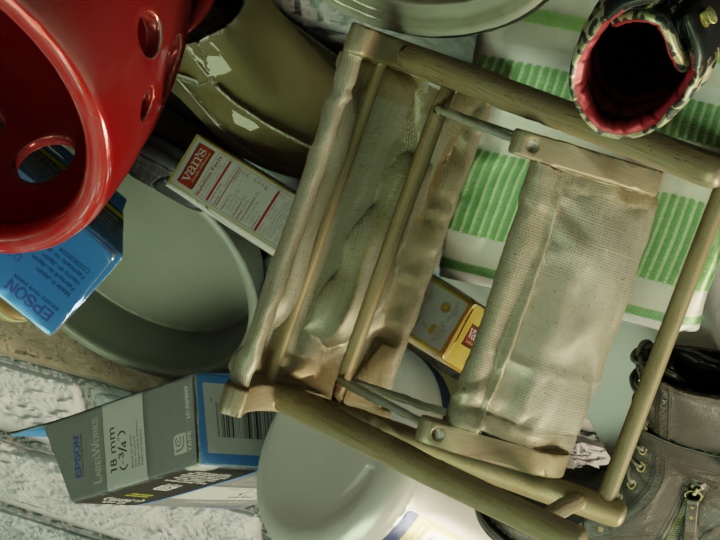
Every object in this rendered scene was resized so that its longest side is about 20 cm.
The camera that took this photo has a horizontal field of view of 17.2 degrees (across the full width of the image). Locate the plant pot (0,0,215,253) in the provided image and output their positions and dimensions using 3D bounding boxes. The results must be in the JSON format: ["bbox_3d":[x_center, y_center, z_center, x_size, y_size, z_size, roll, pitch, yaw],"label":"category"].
[{"bbox_3d":[-0.172,-0.137,1.170,0.200,0.183,0.201,18,137,17],"label":"plant pot"}]

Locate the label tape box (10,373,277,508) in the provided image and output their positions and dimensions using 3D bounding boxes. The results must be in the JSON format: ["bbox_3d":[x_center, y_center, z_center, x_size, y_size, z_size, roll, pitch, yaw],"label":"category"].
[{"bbox_3d":[-0.116,0.121,1.580,0.144,0.063,0.200,7,161,-42],"label":"label tape box"}]

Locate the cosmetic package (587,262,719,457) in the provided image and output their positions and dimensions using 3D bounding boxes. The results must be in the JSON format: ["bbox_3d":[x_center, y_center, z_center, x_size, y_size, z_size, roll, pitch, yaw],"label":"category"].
[{"bbox_3d":[0.172,0.029,1.353,0.113,0.081,0.200,-2,135,34],"label":"cosmetic package"}]

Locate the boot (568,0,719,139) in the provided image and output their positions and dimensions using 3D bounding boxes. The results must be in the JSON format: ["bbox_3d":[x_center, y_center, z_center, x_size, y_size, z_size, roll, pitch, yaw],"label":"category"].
[{"bbox_3d":[0.168,-0.161,1.060,0.073,0.154,0.204,31,137,-2],"label":"boot"}]

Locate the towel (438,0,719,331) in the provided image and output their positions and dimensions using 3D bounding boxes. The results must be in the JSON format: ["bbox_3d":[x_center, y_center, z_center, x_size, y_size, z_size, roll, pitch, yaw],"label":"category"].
[{"bbox_3d":[0.124,-0.074,1.229,0.152,0.023,0.200,15,110,16],"label":"towel"}]

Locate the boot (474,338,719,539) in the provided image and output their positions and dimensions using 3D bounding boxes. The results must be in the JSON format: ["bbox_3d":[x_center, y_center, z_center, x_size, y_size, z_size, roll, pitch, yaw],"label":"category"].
[{"bbox_3d":[0.161,0.099,1.330,0.200,0.069,0.174,8,139,12],"label":"boot"}]

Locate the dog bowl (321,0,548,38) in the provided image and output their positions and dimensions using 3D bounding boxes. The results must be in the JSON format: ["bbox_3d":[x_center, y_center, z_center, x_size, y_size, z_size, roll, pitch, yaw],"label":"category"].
[{"bbox_3d":[0.028,-0.214,1.142,0.200,0.074,0.200,17,137,17],"label":"dog bowl"}]

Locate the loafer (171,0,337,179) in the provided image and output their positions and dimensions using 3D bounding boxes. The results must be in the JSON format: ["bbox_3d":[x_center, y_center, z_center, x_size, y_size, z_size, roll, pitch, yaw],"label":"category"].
[{"bbox_3d":[-0.069,-0.121,1.323,0.200,0.076,0.067,30,149,-4],"label":"loafer"}]

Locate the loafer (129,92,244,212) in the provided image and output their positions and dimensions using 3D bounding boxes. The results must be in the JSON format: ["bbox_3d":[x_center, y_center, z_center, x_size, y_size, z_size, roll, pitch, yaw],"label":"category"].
[{"bbox_3d":[-0.154,-0.110,1.411,0.200,0.063,0.072,33,162,9],"label":"loafer"}]

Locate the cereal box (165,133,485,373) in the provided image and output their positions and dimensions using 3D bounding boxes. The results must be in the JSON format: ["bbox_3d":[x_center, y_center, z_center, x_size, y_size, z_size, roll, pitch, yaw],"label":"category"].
[{"bbox_3d":[0.000,0.000,1.343,0.200,0.040,0.144,31,180,25],"label":"cereal box"}]

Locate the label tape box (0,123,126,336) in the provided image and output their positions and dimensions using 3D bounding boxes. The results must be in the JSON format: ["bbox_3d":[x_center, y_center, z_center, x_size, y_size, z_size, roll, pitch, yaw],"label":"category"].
[{"bbox_3d":[-0.206,-0.046,1.346,0.144,0.063,0.200,40,-176,-10],"label":"label tape box"}]

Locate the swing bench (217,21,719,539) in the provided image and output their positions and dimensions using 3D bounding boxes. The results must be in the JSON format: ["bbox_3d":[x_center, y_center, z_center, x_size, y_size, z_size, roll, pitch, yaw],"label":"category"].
[{"bbox_3d":[0.061,0.006,1.172,0.200,0.199,0.130,22,-174,14],"label":"swing bench"}]

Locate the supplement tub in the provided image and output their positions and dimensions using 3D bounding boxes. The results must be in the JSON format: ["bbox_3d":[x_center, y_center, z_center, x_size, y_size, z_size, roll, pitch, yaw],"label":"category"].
[{"bbox_3d":[0.049,0.144,1.482,0.144,0.145,0.200,-15,144,42],"label":"supplement tub"}]

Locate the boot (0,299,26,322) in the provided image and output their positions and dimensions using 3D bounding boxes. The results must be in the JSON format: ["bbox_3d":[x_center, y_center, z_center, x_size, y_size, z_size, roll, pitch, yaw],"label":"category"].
[{"bbox_3d":[-0.262,-0.045,1.484,0.155,0.072,0.200,-31,80,51],"label":"boot"}]

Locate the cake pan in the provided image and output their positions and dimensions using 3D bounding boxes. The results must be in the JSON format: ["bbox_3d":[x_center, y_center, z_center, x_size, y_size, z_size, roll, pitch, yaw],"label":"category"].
[{"bbox_3d":[-0.146,-0.015,1.514,0.200,0.037,0.200,19,139,17],"label":"cake pan"}]

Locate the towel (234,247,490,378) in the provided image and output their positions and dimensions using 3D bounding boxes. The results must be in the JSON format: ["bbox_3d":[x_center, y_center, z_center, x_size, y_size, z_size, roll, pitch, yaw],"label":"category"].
[{"bbox_3d":[0.023,0.014,1.472,0.147,0.024,0.200,38,142,-13],"label":"towel"}]
